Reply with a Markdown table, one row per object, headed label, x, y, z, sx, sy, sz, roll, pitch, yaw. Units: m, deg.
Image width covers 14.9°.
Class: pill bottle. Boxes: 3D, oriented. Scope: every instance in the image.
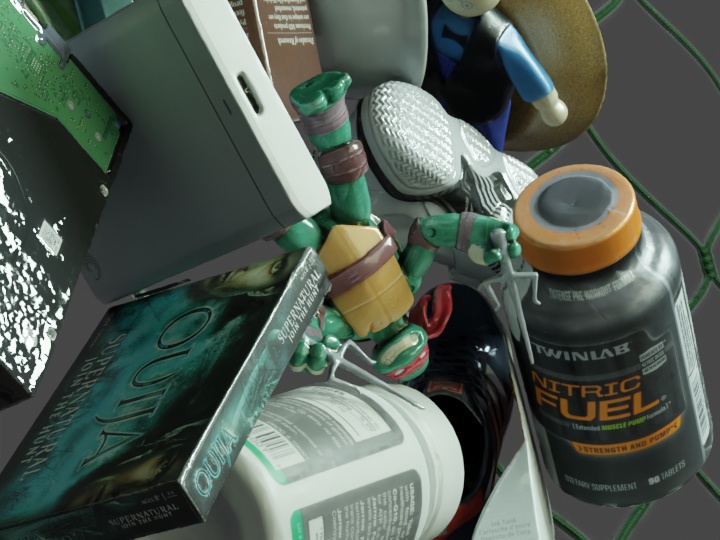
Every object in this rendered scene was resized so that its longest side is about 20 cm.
| label | x | y | z | sx | sy | sz | roll | pitch | yaw |
| --- | --- | --- | --- | --- | --- | --- | --- | --- | --- |
| pill bottle | -0.034 | 0.121 | 1.456 | 0.200 | 0.113 | 0.114 | -12 | 79 | -57 |
| pill bottle | 0.140 | 0.034 | 1.598 | 0.107 | 0.106 | 0.201 | -75 | 156 | -45 |

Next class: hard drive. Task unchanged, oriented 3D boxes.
| label | x | y | z | sx | sy | sz | roll | pitch | yaw |
| --- | --- | --- | --- | --- | --- | --- | --- | --- | --- |
| hard drive | -0.181 | -0.048 | 1.282 | 0.140 | 0.038 | 0.201 | 50 | 34 | -29 |
| hard drive | -0.107 | -0.064 | 1.399 | 0.027 | 0.200 | 0.132 | -33 | 97 | -36 |

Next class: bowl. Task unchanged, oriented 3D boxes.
| label | x | y | z | sx | sy | sz | roll | pitch | yaw |
| --- | --- | --- | --- | --- | --- | --- | --- | --- | --- |
| bowl | -0.036 | -0.185 | 1.636 | 0.090 | 0.201 | 0.202 | -15 | 79 | -15 |

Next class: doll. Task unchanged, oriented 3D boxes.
| label | x | y | z | sx | sy | sz | roll | pitch | yaw |
| --- | --- | --- | --- | --- | --- | --- | --- | --- | --- |
| doll | 0.063 | -0.118 | 1.655 | 0.136 | 0.201 | 0.048 | 31 | 56 | 19 |

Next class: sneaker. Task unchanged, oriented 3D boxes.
| label | x | y | z | sx | sy | sz | roll | pitch | yaw |
| --- | --- | --- | --- | --- | --- | --- | --- | --- | --- |
| sneaker | 0.040 | -0.029 | 1.656 | 0.200 | 0.115 | 0.075 | 38 | 41 | -32 |
| sneaker | 0.052 | 0.077 | 1.619 | 0.085 | 0.074 | 0.201 | 81 | 10 | -52 |

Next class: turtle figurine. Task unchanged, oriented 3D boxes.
| label | x | y | z | sx | sy | sz | roll | pitch | yaw |
| --- | --- | --- | --- | --- | --- | --- | --- | --- | --- |
| turtle figurine | 0.000 | 0.000 | 1.496 | 0.150 | 0.101 | 0.200 | -42 | 110 | -25 |

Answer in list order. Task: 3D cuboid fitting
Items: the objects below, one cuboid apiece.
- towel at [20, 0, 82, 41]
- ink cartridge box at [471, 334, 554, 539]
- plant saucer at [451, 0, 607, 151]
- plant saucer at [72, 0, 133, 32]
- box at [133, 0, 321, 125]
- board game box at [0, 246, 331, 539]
| label | x | y | z | sx | sy | sz | roll | pitch | yaw |
| --- | --- | --- | --- | --- | --- | --- | --- | --- | --- |
| towel | -0.194 | -0.222 | 1.534 | 0.200 | 0.031 | 0.149 | 55 | 35 | -16 |
| ink cartridge box | 0.088 | 0.161 | 1.600 | 0.160 | 0.047 | 0.201 | 70 | 10 | -62 |
| plant saucer | 0.059 | -0.146 | 1.706 | 0.035 | 0.200 | 0.201 | -47 | 110 | -34 |
| plant saucer | -0.157 | -0.203 | 1.506 | 0.019 | 0.070 | 0.201 | -13 | 78 | -19 |
| box | -0.091 | -0.172 | 1.545 | 0.075 | 0.100 | 0.201 | -6 | 86 | -63 |
| board game box | -0.103 | 0.067 | 1.372 | 0.028 | 0.135 | 0.200 | 59 | 32 | -23 |
